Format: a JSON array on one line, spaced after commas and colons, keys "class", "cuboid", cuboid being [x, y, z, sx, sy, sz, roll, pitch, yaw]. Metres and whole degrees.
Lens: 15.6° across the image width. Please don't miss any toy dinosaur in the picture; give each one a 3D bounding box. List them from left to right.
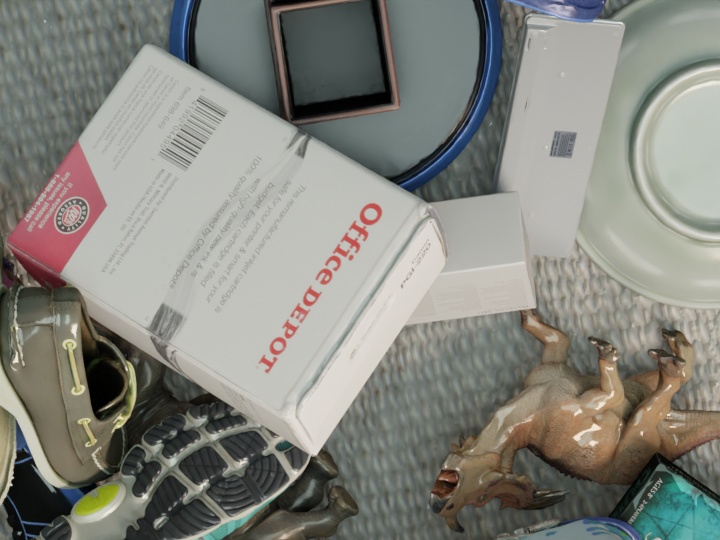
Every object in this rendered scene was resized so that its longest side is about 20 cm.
[{"class": "toy dinosaur", "cuboid": [0.137, 0.100, 1.581, 0.199, 0.086, 0.136, 11, 103, -14]}]

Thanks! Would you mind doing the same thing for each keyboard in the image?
[{"class": "keyboard", "cuboid": [0.110, -0.075, 1.525, 0.056, 0.011, 0.200, 1, 140, -6]}]

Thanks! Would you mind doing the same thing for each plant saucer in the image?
[{"class": "plant saucer", "cuboid": [0.212, -0.073, 1.573, 0.199, 0.050, 0.201, 0, 98, -1]}]

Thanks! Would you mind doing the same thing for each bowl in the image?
[{"class": "bowl", "cuboid": [-0.014, -0.135, 1.563, 0.200, 0.039, 0.202, 0, 98, -2]}]

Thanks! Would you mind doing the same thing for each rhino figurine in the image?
[{"class": "rhino figurine", "cuboid": [-0.098, 0.100, 1.582, 0.200, 0.060, 0.087, 45, 104, -3]}]

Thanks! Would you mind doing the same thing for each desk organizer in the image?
[{"class": "desk organizer", "cuboid": [-0.024, -0.186, 1.496, 0.071, 0.077, 0.201, -9, 98, -1]}]

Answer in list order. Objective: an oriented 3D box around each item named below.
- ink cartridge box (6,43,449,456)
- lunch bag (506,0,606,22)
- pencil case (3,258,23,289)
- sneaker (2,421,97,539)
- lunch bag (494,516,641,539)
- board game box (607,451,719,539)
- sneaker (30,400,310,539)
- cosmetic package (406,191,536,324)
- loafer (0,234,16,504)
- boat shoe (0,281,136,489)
[{"class": "ink cartridge box", "cuboid": [-0.071, -0.012, 1.471, 0.200, 0.085, 0.146, 30, 78, 20]}, {"class": "lunch bag", "cuboid": [0.093, -0.242, 1.477, 0.135, 0.200, 0.133, 17, 114, -9]}, {"class": "pencil case", "cuboid": [-0.280, 0.070, 1.562, 0.083, 0.087, 0.200, 38, 94, -28]}, {"class": "sneaker", "cuboid": [-0.183, 0.164, 1.583, 0.078, 0.070, 0.200, -38, 96, 3]}, {"class": "lunch bag", "cuboid": [0.111, 0.250, 1.512, 0.160, 0.082, 0.201, -19, 101, 3]}, {"class": "board game box", "cuboid": [0.173, 0.226, 1.563, 0.135, 0.028, 0.200, 34, 100, -5]}, {"class": "sneaker", "cuboid": [-0.117, 0.147, 1.527, 0.200, 0.080, 0.078, -34, 64, -6]}, {"class": "cosmetic package", "cuboid": [0.000, 0.000, 1.545, 0.199, 0.083, 0.051, -7, 68, 5]}, {"class": "loafer", "cuboid": [-0.232, 0.056, 1.487, 0.075, 0.068, 0.201, -4, 104, -8]}, {"class": "boat shoe", "cuboid": [-0.160, 0.068, 1.474, 0.060, 0.202, 0.072, -7, 61, 9]}]
